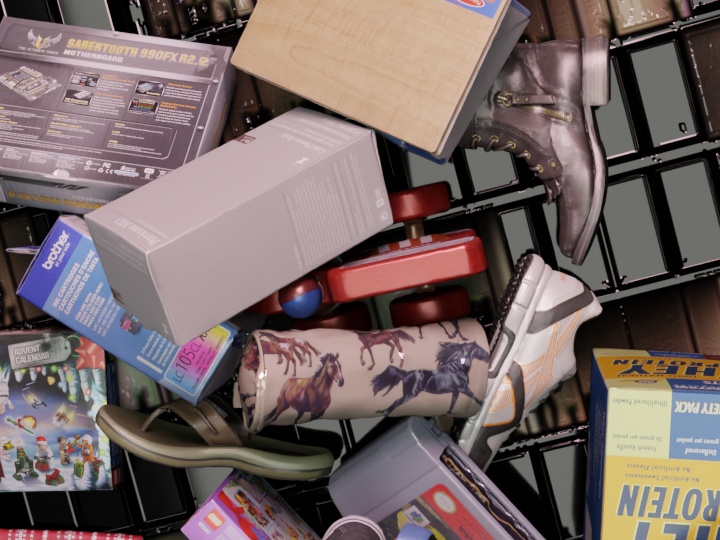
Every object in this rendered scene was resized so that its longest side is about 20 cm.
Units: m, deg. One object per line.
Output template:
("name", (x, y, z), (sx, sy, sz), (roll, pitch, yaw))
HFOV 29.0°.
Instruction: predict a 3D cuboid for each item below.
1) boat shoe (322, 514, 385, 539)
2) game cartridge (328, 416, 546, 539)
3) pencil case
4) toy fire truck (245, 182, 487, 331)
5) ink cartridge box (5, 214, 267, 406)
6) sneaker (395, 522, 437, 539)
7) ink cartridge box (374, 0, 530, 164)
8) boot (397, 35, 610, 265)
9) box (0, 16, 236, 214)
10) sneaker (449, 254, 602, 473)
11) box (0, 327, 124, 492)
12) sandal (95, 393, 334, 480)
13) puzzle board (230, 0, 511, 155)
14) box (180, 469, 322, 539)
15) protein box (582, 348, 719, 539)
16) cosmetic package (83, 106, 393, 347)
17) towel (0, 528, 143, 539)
("boat shoe", (-0.027, 0.281, 1.029), (0.070, 0.066, 0.201), (21, 96, 4))
("game cartridge", (0.070, 0.218, 1.135), (0.200, 0.041, 0.133), (47, 134, -2))
("pencil case", (0.003, 0.079, 1.057), (0.199, 0.089, 0.078), (-2, 91, -19))
("toy fire truck", (0.000, 0.000, 1.089), (0.199, 0.168, 0.113), (-11, 93, 7))
("ink cartridge box", (-0.185, 0.018, 1.127), (0.200, 0.136, 0.076), (33, 96, 3))
("sneaker", (0.072, 0.285, 1.112), (0.078, 0.070, 0.201), (6, 128, 24))
("ink cartridge box", (0.010, -0.190, 1.088), (0.200, 0.076, 0.137), (34, 98, 32))
("boot", (0.113, -0.106, 1.128), (0.173, 0.069, 0.201), (2, 91, 12))
("box", (-0.214, -0.121, 1.120), (0.199, 0.048, 0.159), (8, 55, 5))
("sneaker", (0.131, 0.092, 1.132), (0.080, 0.074, 0.201), (22, 101, -5))
("box", (-0.307, 0.120, 1.198), (0.199, 0.040, 0.137), (-3, 93, 7))
("sandal", (-0.119, 0.131, 1.161), (0.200, 0.080, 0.058), (9, 98, -6))
("puzzle board", (0.010, -0.187, 1.025), (0.200, 0.017, 0.151), (27, 92, 30))
("box", (-0.051, 0.252, 1.132), (0.039, 0.137, 0.200), (-44, 89, 8))
("protein box", (0.243, 0.172, 1.060), (0.134, 0.200, 0.199), (2, 95, 6))
("cosmetic package", (-0.087, -0.037, 1.022), (0.200, 0.107, 0.090), (-29, 122, -28))
("towel", (-0.289, 0.297, 1.220), (0.199, 0.022, 0.145), (1, 93, 4))
